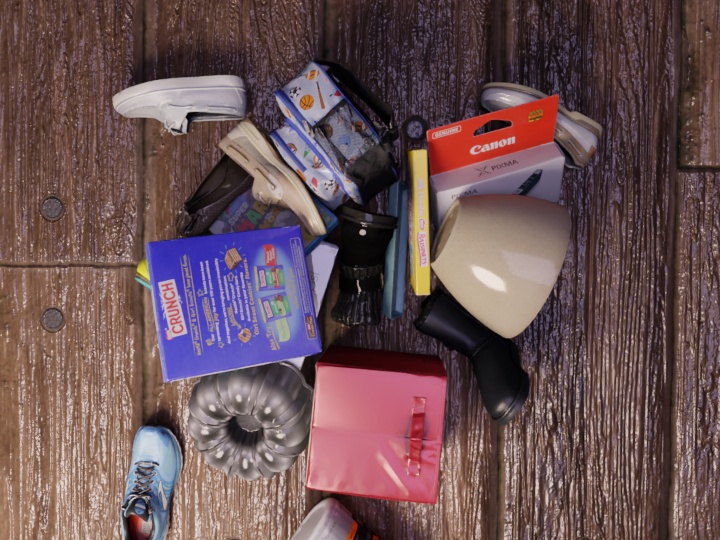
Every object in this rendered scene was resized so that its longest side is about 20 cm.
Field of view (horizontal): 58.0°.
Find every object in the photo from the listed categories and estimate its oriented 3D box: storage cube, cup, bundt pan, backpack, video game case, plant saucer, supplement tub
[{"bbox_3d":[0.024,0.209,0.926,0.176,0.200,0.175,5,92,4],"label":"storage cube"},{"bbox_3d":[0.181,-0.027,0.917,0.141,0.200,0.204,23,91,-5],"label":"cup"},{"bbox_3d":[-0.162,0.221,0.943,0.197,0.076,0.206,2,112,4],"label":"bundt pan"},{"bbox_3d":[-0.041,-0.191,0.926,0.152,0.200,0.192,-31,79,-2],"label":"backpack"},{"bbox_3d":[-0.147,-0.085,0.954,0.143,0.018,0.200,-45,70,-7],"label":"video game case"},{"bbox_3d":[0.054,-0.030,0.985,0.019,0.070,0.205,5,92,19],"label":"plant saucer"},{"bbox_3d":[-0.008,0.449,0.965,0.199,0.123,0.123,42,90,-3],"label":"supplement tub"}]

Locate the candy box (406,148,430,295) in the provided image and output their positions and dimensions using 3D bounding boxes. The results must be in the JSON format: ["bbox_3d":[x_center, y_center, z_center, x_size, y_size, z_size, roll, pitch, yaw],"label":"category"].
[{"bbox_3d":[0.084,-0.075,0.949,0.026,0.102,0.205,-3,101,-3],"label":"candy box"}]

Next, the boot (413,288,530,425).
[{"bbox_3d":[0.151,0.116,0.931,0.167,0.201,0.077,33,112,-5],"label":"boot"}]

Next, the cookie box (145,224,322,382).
[{"bbox_3d":[-0.165,0.040,0.836,0.196,0.075,0.175,-7,80,-21],"label":"cookie box"}]

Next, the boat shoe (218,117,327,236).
[{"bbox_3d":[-0.121,-0.119,0.906,0.065,0.072,0.201,-38,83,-4],"label":"boat shoe"}]

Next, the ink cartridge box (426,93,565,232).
[{"bbox_3d":[0.197,-0.148,0.941,0.196,0.175,0.044,-16,52,-2],"label":"ink cartridge box"}]

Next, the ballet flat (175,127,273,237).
[{"bbox_3d":[-0.199,-0.132,0.944,0.067,0.046,0.201,37,80,18],"label":"ballet flat"}]

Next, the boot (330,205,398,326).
[{"bbox_3d":[0.002,0.000,0.913,0.078,0.211,0.161,9,87,1],"label":"boot"}]

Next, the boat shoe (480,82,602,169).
[{"bbox_3d":[0.268,-0.219,0.981,0.197,0.075,0.070,22,85,-3],"label":"boat shoe"}]

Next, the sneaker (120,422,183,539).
[{"bbox_3d":[-0.314,0.331,0.967,0.077,0.090,0.205,3,91,-2],"label":"sneaker"}]

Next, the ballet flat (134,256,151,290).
[{"bbox_3d":[-0.215,0.043,0.892,0.199,0.067,0.067,40,75,-9],"label":"ballet flat"}]

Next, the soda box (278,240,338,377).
[{"bbox_3d":[-0.090,0.050,0.978,0.062,0.068,0.204,18,91,-2],"label":"soda box"}]

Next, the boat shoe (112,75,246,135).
[{"bbox_3d":[-0.265,-0.241,0.964,0.196,0.070,0.073,-8,89,-4],"label":"boat shoe"}]

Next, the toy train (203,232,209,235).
[{"bbox_3d":[-0.214,-0.008,0.973,0.198,0.085,0.117,-35,79,-1],"label":"toy train"}]
